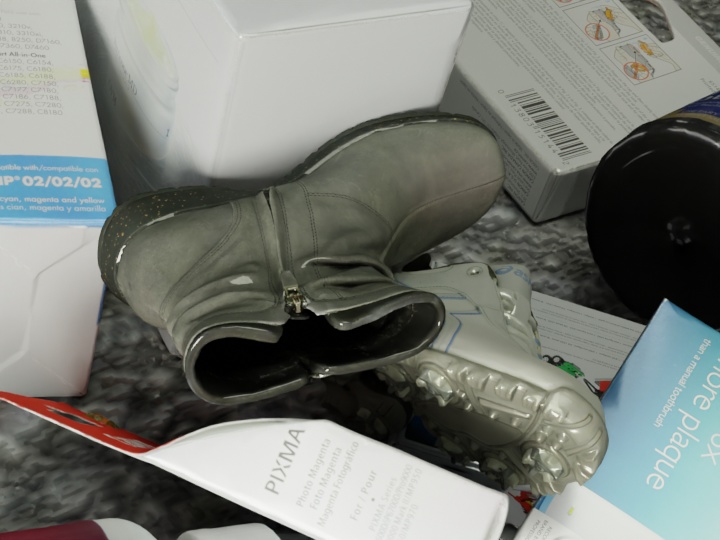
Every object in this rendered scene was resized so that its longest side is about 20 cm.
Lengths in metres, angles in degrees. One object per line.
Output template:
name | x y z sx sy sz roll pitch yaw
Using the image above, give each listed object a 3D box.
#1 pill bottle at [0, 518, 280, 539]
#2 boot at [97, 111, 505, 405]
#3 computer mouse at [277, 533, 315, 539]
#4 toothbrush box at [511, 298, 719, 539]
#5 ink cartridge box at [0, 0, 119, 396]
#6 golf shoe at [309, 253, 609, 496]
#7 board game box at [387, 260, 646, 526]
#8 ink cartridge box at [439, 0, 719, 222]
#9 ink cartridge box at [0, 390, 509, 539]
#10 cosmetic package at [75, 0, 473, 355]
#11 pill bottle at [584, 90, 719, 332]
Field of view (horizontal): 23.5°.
pill bottle | -0.124 0.150 0.630 0.198 0.110 0.110 -5 48 -23
boot | 0.000 0.000 0.713 0.198 0.068 0.130 -18 31 -24
computer mouse | 0.021 0.171 0.707 0.199 0.044 0.110 36 47 17
toothbrush box | 0.169 0.134 0.731 0.199 0.085 0.147 34 63 9
ink cartridge box | -0.166 -0.054 0.814 0.067 0.116 0.201 0 47 -20
golf shoe | 0.047 0.029 0.737 0.097 0.079 0.199 -45 29 -18
board game box | 0.116 0.075 0.841 0.198 0.035 0.127 18 44 -1
ink cartridge box | 0.119 -0.129 1.040 0.175 0.045 0.200 -17 55 -31
ink cartridge box | -0.039 0.073 0.708 0.199 0.163 0.057 28 85 6
cosmetic package | -0.063 -0.106 0.841 0.122 0.201 0.200 -11 50 -28
pill bottle | 0.214 -0.045 0.931 0.112 0.112 0.199 39 36 20
